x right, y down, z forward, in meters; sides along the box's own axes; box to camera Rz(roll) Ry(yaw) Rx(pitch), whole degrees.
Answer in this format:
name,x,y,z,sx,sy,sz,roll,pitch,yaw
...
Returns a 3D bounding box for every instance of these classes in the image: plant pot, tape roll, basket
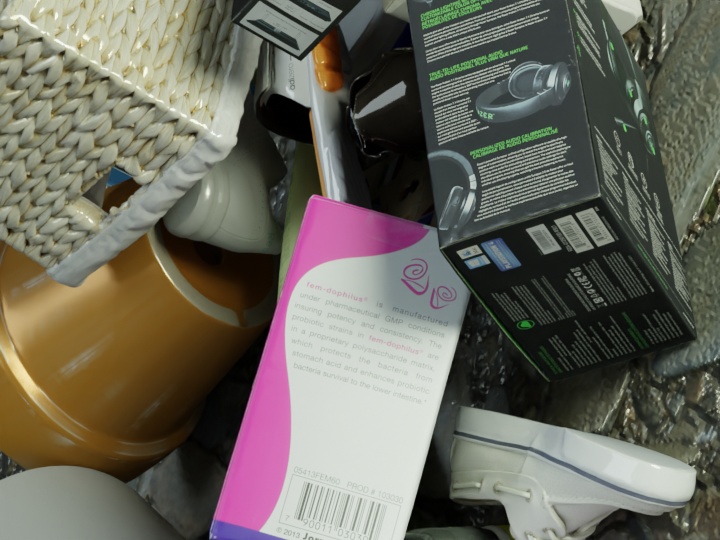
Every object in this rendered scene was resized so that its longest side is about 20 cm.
name,x,y,z,sx,sy,sz,roll,pitch,yaw
plant pot,-0.154,0.022,1.583,0.183,0.200,0.201,-35,49,36
tape roll,-0.186,0.246,1.520,0.139,0.202,0.203,31,101,55
basket,-0.172,-0.138,1.443,0.198,0.161,0.200,-37,30,43

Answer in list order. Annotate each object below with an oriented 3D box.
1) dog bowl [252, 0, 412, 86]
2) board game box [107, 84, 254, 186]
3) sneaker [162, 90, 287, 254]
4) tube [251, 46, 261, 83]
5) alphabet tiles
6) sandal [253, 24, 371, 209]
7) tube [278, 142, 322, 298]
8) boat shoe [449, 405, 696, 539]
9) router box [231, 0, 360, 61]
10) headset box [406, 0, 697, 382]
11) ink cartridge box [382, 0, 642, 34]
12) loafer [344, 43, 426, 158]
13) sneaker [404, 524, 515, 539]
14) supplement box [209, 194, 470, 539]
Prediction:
name,x,y,z,sx,sy,sz,roll,pitch,yaw
dog bowl,0.003,-0.200,1.562,0.200,0.079,0.201,-28,54,46
board game box,-0.134,-0.148,1.756,0.151,0.047,0.201,27,98,55
sneaker,-0.086,-0.090,1.536,0.075,0.088,0.201,-42,39,39
tube,-0.031,-0.211,1.501,0.052,0.058,0.201,33,101,50
alphabet tiles,0.000,0.000,1.482,0.167,0.008,0.200,-27,35,46
sandal,-0.037,-0.094,1.420,0.059,0.079,0.207,-14,59,11
tube,-0.025,-0.020,1.456,0.058,0.052,0.200,-52,22,30
boat shoe,0.110,0.122,1.280,0.200,0.071,0.070,9,86,58
router box,-0.004,-0.241,1.321,0.157,0.052,0.200,-42,32,38
headset box,0.102,-0.071,1.268,0.092,0.174,0.201,-17,58,17
ink cartridge box,0.080,-0.231,1.409,0.084,0.145,0.201,-38,47,39
loafer,0.024,-0.104,1.397,0.200,0.071,0.073,0,-105,-87
sneaker,0.016,0.215,1.354,0.200,0.084,0.075,-55,37,22
supplement box,-0.008,0.075,1.281,0.103,0.101,0.201,99,-173,-73
